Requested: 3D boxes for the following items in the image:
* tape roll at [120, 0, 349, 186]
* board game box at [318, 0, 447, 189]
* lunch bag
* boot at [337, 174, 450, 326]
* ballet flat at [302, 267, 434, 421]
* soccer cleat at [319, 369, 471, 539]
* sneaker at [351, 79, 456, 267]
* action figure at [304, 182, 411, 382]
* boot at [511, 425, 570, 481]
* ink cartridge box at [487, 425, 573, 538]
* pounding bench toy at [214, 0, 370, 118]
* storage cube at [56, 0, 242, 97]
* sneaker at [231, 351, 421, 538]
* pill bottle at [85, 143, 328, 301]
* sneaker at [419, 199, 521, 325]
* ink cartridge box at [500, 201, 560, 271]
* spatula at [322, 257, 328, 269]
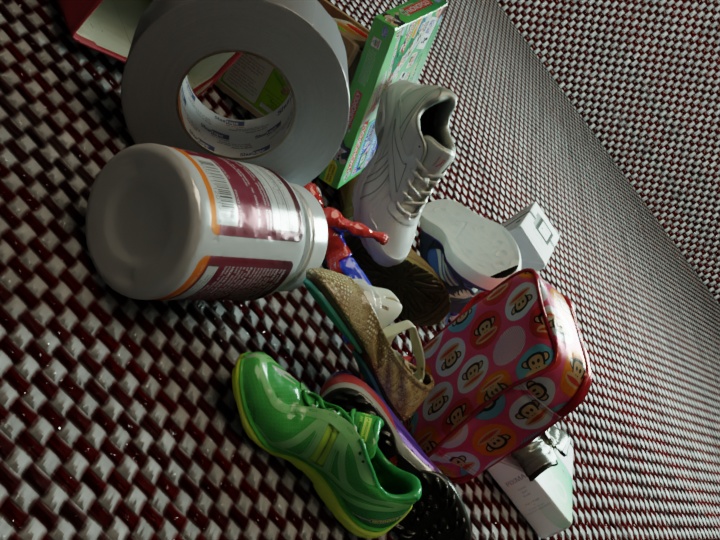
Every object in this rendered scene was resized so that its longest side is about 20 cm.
[{"bbox_3d":[-0.107,-0.160,0.890,0.200,0.199,0.067,41,26,-29],"label":"tape roll"},{"bbox_3d":[0.025,-0.200,1.130,0.029,0.202,0.134,32,35,14],"label":"board game box"},{"bbox_3d":[0.128,0.096,1.018,0.081,0.199,0.178,34,31,-28],"label":"lunch bag"},{"bbox_3d":[0.038,-0.052,1.203,0.175,0.066,0.202,44,25,-27],"label":"boot"},{"bbox_3d":[0.014,0.055,0.906,0.071,0.065,0.201,47,-10,47],"label":"ballet flat"},{"bbox_3d":[0.033,0.173,0.908,0.201,0.068,0.073,51,12,-11],"label":"soccer cleat"},{"bbox_3d":[0.052,-0.104,1.062,0.077,0.099,0.205,11,87,-38],"label":"sneaker"},{"bbox_3d":[0.000,0.000,1.023,0.098,0.065,0.203,-24,88,-50],"label":"action figure"},{"bbox_3d":[0.188,0.154,1.162,0.131,0.068,0.200,44,33,3],"label":"boot"},{"bbox_3d":[0.175,0.186,1.182,0.201,0.050,0.161,54,23,-11],"label":"ink cartridge box"},{"bbox_3d":[-0.082,-0.249,1.142,0.199,0.125,0.156,37,20,12],"label":"pounding bench toy"},{"bbox_3d":[-0.181,-0.310,0.953,0.170,0.199,0.182,18,37,-54],"label":"storage cube"},{"bbox_3d":[-0.025,0.130,0.821,0.200,0.083,0.075,46,25,-20],"label":"sneaker"},{"bbox_3d":[-0.115,-0.033,0.819,0.199,0.113,0.116,4,54,-61],"label":"pill bottle"},{"bbox_3d":[0.133,0.016,1.203,0.200,0.079,0.149,-132,-153,-54],"label":"sneaker"},{"bbox_3d":[0.216,-0.030,1.452,0.068,0.115,0.200,55,23,-2],"label":"ink cartridge box"},{"bbox_3d":[-0.062,-0.034,1.038,0.200,0.020,0.057,46,31,-24],"label":"spatula"}]
